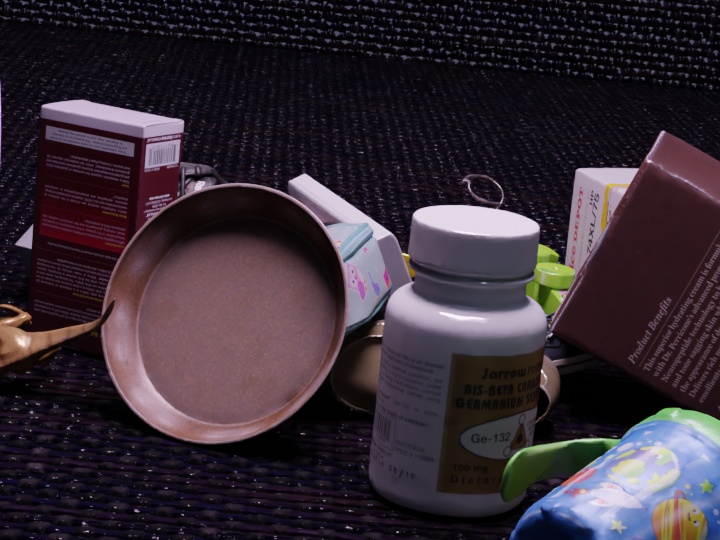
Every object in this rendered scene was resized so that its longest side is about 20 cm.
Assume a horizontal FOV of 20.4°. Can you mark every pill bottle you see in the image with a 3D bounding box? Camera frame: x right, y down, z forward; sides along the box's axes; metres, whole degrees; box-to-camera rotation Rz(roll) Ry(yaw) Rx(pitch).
[{"bbox_3d":[0.071,0.061,1.398,0.114,0.200,0.114,5,14,-1],"label":"pill bottle"}]

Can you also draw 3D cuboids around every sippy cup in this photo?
[{"bbox_3d":[0.164,0.166,1.193,0.130,0.140,0.178,-19,2,-37],"label":"sippy cup"}]

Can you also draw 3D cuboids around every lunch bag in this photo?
[{"bbox_3d":[-0.080,0.025,1.606,0.200,0.077,0.160,-17,11,17],"label":"lunch bag"}]

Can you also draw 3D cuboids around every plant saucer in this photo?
[{"bbox_3d":[-0.098,0.035,1.500,0.200,0.200,0.034,12,-11,23],"label":"plant saucer"}]

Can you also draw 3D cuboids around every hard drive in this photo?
[{"bbox_3d":[0.000,0.000,1.761,0.026,0.132,0.200,-26,25,-13],"label":"hard drive"}]

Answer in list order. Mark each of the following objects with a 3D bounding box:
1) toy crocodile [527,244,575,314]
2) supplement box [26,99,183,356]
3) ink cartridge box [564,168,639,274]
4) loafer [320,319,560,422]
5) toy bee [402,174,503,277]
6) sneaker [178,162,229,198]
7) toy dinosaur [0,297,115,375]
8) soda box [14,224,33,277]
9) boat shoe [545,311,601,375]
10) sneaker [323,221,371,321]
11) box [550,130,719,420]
[{"bbox_3d":[0.179,0.021,1.887,0.062,0.068,0.200,4,14,-12],"label":"toy crocodile"},{"bbox_3d":[-0.213,-0.033,1.661,0.109,0.200,0.061,13,14,27],"label":"supplement box"},{"bbox_3d":[0.296,-0.005,1.875,0.146,0.147,0.200,1,14,-17],"label":"ink cartridge box"},{"bbox_3d":[0.065,0.083,1.569,0.200,0.076,0.067,3,8,-9],"label":"loafer"},{"bbox_3d":[0.092,0.013,1.866,0.131,0.109,0.200,40,34,6],"label":"toy bee"},{"bbox_3d":[-0.186,-0.073,1.836,0.200,0.071,0.098,21,-14,-29],"label":"sneaker"},{"bbox_3d":[-0.260,0.060,1.549,0.200,0.060,0.106,-17,12,11],"label":"toy dinosaur"},{"bbox_3d":[-0.205,-0.002,1.779,0.200,0.063,0.068,14,49,28],"label":"soda box"},{"bbox_3d":[0.144,0.062,1.685,0.200,0.062,0.075,-8,-6,-41],"label":"boat shoe"},{"bbox_3d":[-0.056,0.013,1.766,0.067,0.108,0.201,-24,13,-21],"label":"sneaker"},{"bbox_3d":[0.288,0.012,1.644,0.200,0.166,0.164,31,18,5],"label":"box"}]
